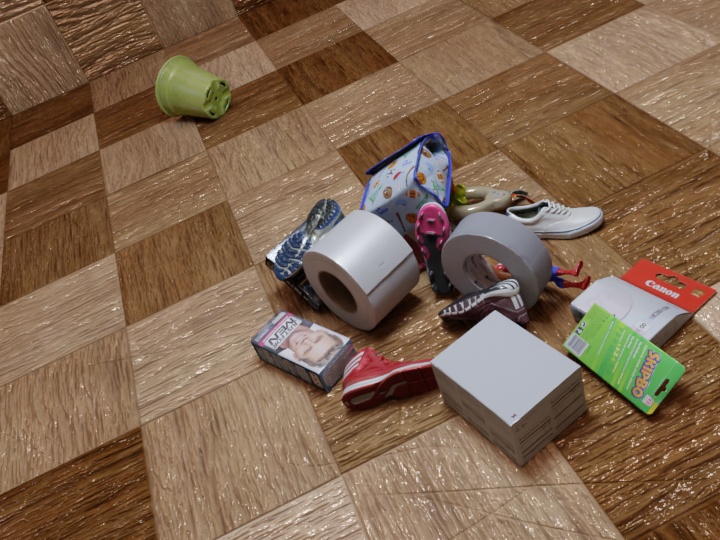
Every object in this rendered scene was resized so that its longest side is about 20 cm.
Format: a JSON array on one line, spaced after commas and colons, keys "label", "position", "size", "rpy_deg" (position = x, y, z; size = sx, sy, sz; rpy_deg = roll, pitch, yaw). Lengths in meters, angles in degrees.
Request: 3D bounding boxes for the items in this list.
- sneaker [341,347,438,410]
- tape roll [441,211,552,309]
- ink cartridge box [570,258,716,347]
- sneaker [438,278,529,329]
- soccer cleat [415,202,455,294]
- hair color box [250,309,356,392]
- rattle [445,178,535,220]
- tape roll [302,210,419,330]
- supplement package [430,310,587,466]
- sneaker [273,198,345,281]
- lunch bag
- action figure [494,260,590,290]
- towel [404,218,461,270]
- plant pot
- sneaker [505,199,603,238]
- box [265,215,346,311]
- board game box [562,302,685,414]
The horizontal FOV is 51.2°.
[{"label": "sneaker", "position": [0.055, 0.173, 1.379], "size": [0.199, 0.079, 0.116], "rpy_deg": [-15, 40, 6]}, {"label": "tape roll", "position": [0.252, -0.012, 1.403], "size": [0.200, 0.201, 0.066], "rpy_deg": [14, 51, 36]}, {"label": "ink cartridge box", "position": [0.503, 0.049, 1.341], "size": [0.200, 0.057, 0.162], "rpy_deg": [-41, 42, -15]}, {"label": "sneaker", "position": [0.232, 0.096, 1.394], "size": [0.075, 0.116, 0.200], "rpy_deg": [-28, 1, -36]}, {"label": "soccer cleat", "position": [0.155, -0.051, 1.500], "size": [0.069, 0.201, 0.086], "rpy_deg": [-1, 27, 22]}, {"label": "hair color box", "position": [-0.113, 0.155, 1.490], "size": [0.199, 0.061, 0.100], "rpy_deg": [19, 54, 38]}, {"label": "rattle", "position": [0.271, -0.193, 1.638], "size": [0.199, 0.144, 0.130], "rpy_deg": [-8, 11, 17]}, {"label": "tape roll", "position": [0.000, 0.000, 1.505], "size": [0.139, 0.203, 0.202], "rpy_deg": [-42, 43, -24]}, {"label": "supplement package", "position": [0.244, 0.189, 1.247], "size": [0.155, 0.111, 0.200], "rpy_deg": [-35, 41, -16]}, {"label": "sneaker", "position": [-0.097, -0.049, 1.573], "size": [0.200, 0.085, 0.077], "rpy_deg": [-49, 50, -1]}, {"label": "lunch bag", "position": [0.096, -0.186, 1.555], "size": [0.170, 0.124, 0.201], "rpy_deg": [-30, 30, 36]}, {"label": "action figure", "position": [0.352, -0.015, 1.452], "size": [0.199, 0.065, 0.099], "rpy_deg": [2, 47, 45]}, {"label": "towel", "position": [0.149, -0.069, 1.660], "size": [0.199, 0.023, 0.144], "rpy_deg": [-32, 40, -12]}, {"label": "plant pot", "position": [-0.530, -0.580, 2.448], "size": [0.184, 0.201, 0.201], "rpy_deg": [21, 54, 26]}, {"label": "sneaker", "position": [0.397, -0.109, 1.552], "size": [0.199, 0.071, 0.073], "rpy_deg": [-9, 40, 16]}, {"label": "box", "position": [-0.083, -0.034, 1.637], "size": [0.161, 0.049, 0.200], "rpy_deg": [41, 66, 11]}, {"label": "board game box", "position": [0.433, 0.144, 1.241], "size": [0.096, 0.030, 0.200], "rpy_deg": [-55, 40, 9]}]
